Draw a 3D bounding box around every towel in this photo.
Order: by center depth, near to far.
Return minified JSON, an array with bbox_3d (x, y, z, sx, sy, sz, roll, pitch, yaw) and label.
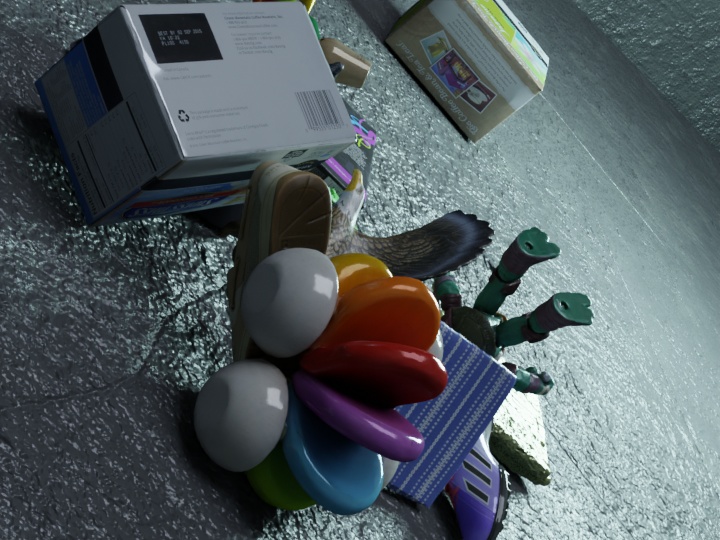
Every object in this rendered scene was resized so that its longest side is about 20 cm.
[{"bbox_3d":[0.030,0.103,1.256,0.200,0.145,0.024,36,0,-36],"label":"towel"},{"bbox_3d":[0.124,0.126,1.541,0.200,0.036,0.148,41,24,-27],"label":"towel"}]

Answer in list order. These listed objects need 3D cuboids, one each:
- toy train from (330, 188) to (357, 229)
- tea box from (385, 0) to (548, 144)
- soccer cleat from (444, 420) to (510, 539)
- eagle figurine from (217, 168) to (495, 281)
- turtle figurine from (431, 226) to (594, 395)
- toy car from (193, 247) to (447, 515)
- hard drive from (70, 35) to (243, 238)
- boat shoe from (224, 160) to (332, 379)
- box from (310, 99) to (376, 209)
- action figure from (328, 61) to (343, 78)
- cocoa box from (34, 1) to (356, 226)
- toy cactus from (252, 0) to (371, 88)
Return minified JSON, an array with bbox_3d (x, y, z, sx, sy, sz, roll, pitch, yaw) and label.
[{"bbox_3d":[0.000,0.000,1.486,0.200,0.042,0.056,60,12,20],"label":"toy train"},{"bbox_3d":[0.159,-0.319,2.180,0.200,0.134,0.197,48,22,-11],"label":"tea box"},{"bbox_3d":[0.088,0.169,1.371,0.073,0.068,0.200,18,42,-20],"label":"soccer cleat"},{"bbox_3d":[-0.004,-0.012,1.285,0.200,0.151,0.152,22,17,-20],"label":"eagle figurine"},{"bbox_3d":[0.114,0.058,1.344,0.150,0.200,0.101,49,42,5],"label":"turtle figurine"},{"bbox_3d":[-0.008,0.090,1.100,0.175,0.200,0.150,26,-3,-41],"label":"toy car"},{"bbox_3d":[-0.168,-0.122,1.328,0.200,0.042,0.135,36,26,-35],"label":"hard drive"},{"bbox_3d":[-0.070,0.015,1.170,0.072,0.200,0.065,-4,19,-36],"label":"boat shoe"},{"bbox_3d":[-0.047,-0.150,1.631,0.143,0.036,0.200,44,24,-17],"label":"box"},{"bbox_3d":[-0.061,-0.128,1.436,0.193,0.105,0.200,107,-41,-76],"label":"action figure"},{"bbox_3d":[-0.130,-0.128,1.202,0.200,0.131,0.133,-13,77,-48],"label":"cocoa box"},{"bbox_3d":[-0.065,-0.250,1.612,0.165,0.102,0.200,23,19,-6],"label":"toy cactus"}]
